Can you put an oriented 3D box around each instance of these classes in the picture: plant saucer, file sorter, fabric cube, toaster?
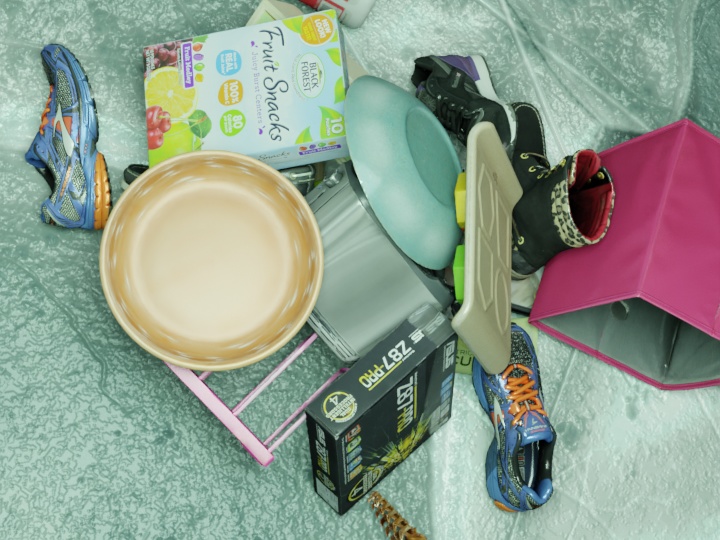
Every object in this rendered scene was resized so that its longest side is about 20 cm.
[{"bbox_3d":[-0.134,-0.008,1.128,0.200,0.037,0.201,1,81,-7],"label":"plant saucer"},{"bbox_3d":[-0.120,0.071,1.207,0.125,0.139,0.200,-44,91,-8],"label":"file sorter"},{"bbox_3d":[0.330,-0.007,1.318,0.200,0.196,0.200,26,69,-19],"label":"fabric cube"},{"bbox_3d":[0.056,-0.101,1.190,0.201,0.039,0.201,39,39,-42],"label":"plant saucer"},{"bbox_3d":[0.000,0.000,1.223,0.129,0.114,0.200,-35,114,10],"label":"toaster"}]

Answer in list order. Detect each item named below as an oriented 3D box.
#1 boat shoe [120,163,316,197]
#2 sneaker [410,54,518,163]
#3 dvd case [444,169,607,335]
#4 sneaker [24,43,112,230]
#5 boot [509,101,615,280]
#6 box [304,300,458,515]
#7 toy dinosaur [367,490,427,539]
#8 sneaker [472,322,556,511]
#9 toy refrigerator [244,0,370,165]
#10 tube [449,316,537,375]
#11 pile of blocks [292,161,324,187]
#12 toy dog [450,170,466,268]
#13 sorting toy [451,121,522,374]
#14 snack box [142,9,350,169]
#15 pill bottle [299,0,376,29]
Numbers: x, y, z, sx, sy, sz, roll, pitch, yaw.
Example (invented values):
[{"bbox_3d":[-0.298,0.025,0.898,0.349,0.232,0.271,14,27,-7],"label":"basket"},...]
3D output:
[{"bbox_3d":[-0.144,-0.092,1.272,0.199,0.072,0.068,8,107,2],"label":"boat shoe"},{"bbox_3d":[0.103,-0.167,1.339,0.087,0.076,0.200,3,35,-16],"label":"sneaker"},{"bbox_3d":[0.190,-0.020,1.393,0.199,0.018,0.143,16,72,-12],"label":"dvd case"},{"bbox_3d":[-0.301,-0.135,1.258,0.078,0.075,0.201,-10,78,-14],"label":"sneaker"},{"bbox_3d":[0.200,-0.099,1.321,0.073,0.151,0.201,12,74,-23],"label":"boot"},{"bbox_3d":[0.021,0.139,1.212,0.049,0.200,0.161,40,66,22],"label":"box"},{"bbox_3d":[0.046,0.324,1.243,0.135,0.102,0.200,-8,44,-32],"label":"toy dinosaur"},{"bbox_3d":[0.169,0.152,1.288,0.075,0.078,0.201,-10,92,-21],"label":"sneaker"},{"bbox_3d":[-0.042,-0.191,1.297,0.200,0.070,0.076,45,112,18],"label":"toy refrigerator"},{"bbox_3d":[0.101,0.079,1.330,0.199,0.052,0.058,6,120,-20],"label":"tube"},{"bbox_3d":[-0.043,-0.054,1.324,0.062,0.082,0.200,-22,93,-62],"label":"pile of blocks"},{"bbox_3d":[0.070,-0.087,1.339,0.096,0.132,0.201,-11,82,-57],"label":"toy dog"},{"bbox_3d":[0.118,-0.017,1.204,0.036,0.185,0.201,1,71,18],"label":"sorting toy"},{"bbox_3d":[-0.110,-0.168,1.229,0.199,0.053,0.143,-9,70,7],"label":"snack box"},{"bbox_3d":[-0.064,-0.356,1.355,0.200,0.112,0.112,27,71,-8],"label":"pill bottle"}]
